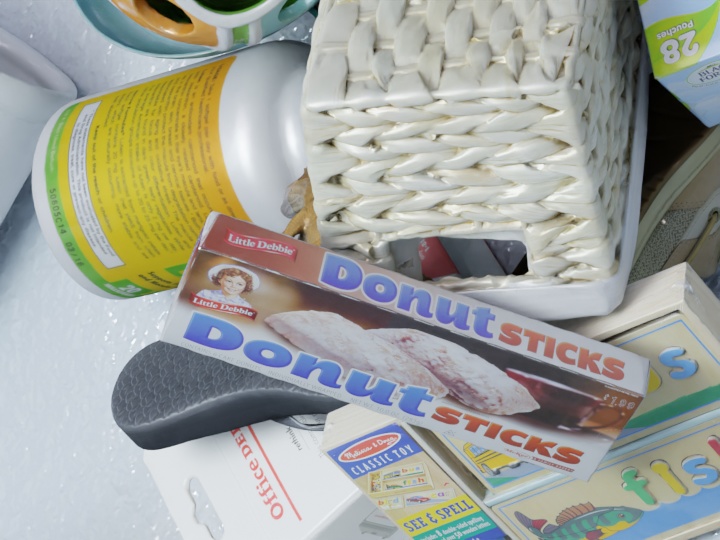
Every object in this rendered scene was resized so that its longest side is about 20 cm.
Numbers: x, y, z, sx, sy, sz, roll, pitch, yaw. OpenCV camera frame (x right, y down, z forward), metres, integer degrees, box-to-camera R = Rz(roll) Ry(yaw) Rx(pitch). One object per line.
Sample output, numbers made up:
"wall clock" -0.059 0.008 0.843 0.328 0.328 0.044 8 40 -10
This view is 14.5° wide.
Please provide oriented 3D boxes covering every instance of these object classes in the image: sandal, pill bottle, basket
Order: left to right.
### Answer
"pill bottle" -0.062 -0.056 1.462 0.200 0.111 0.111 -13 68 35
"sandal" -0.027 0.047 1.358 0.200 0.043 0.076 -10 47 33
"basket" 0.051 -0.083 1.259 0.135 0.124 0.200 -4 38 13

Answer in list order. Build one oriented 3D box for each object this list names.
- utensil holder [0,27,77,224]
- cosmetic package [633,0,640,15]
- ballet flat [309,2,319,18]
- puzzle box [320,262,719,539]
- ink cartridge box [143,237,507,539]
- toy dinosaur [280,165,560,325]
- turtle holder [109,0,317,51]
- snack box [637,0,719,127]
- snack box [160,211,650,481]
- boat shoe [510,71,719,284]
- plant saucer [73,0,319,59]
"utensil holder" -0.278 -0.054 1.601 0.170 0.170 0.200 36 102 40
"cosmetic package" 0.096 -0.227 1.399 0.073 0.103 0.201 -23 64 30
"ballet flat" -0.041 -0.191 1.520 0.200 0.073 0.073 41 102 41
"puzzle box" 0.099 0.080 1.279 0.200 0.133 0.025 -25 34 31
"ink cartridge box" -0.005 0.073 1.404 0.200 0.067 0.117 -43 53 18
"toy dinosaur" 0.000 0.000 1.299 0.106 0.060 0.200 -40 42 -11
"turtle holder" -0.047 -0.183 1.347 0.185 0.141 0.132 -23 26 2
"snack box" 0.198 -0.188 1.260 0.168 0.068 0.201 -22 63 23
"snack box" 0.019 0.034 1.213 0.072 0.199 0.024 117 169 -51
"boat shoe" 0.137 -0.022 1.327 0.072 0.065 0.200 16 67 53
"plant saucer" -0.064 -0.192 1.477 0.200 0.027 0.201 -15 56 24
